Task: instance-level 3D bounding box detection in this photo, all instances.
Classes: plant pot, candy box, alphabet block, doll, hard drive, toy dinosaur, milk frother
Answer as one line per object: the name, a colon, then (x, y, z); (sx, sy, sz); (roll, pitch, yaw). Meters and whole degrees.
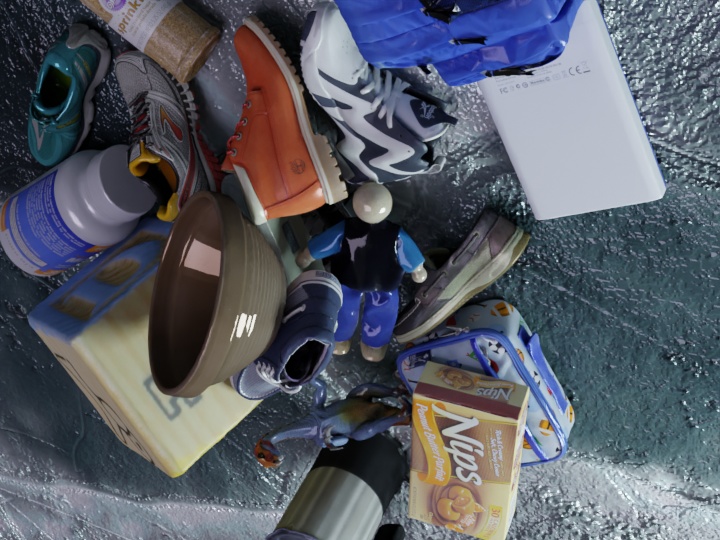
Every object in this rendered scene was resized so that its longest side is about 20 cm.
plant pot: (-0.134, 0.029, 1.185); (0.092, 0.203, 0.201); (13, 143, -26)
candy box: (0.114, 0.200, 1.302); (0.114, 0.056, 0.202); (13, 130, 15)
alphabet block: (-0.226, 0.080, 1.365); (0.201, 0.196, 0.195); (57, 160, -23)
doll: (0.000, 0.000, 1.225); (0.134, 0.049, 0.202); (11, 127, 3)
hard drive: (0.184, -0.144, 1.096); (0.130, 0.025, 0.202); (-9, 121, 35)
toy dinosaur: (-0.023, 0.182, 1.351); (0.180, 0.106, 0.200); (-27, 136, 15)
milk frother: (0.019, 0.293, 1.446); (0.180, 0.189, 0.199); (44, 135, -12)

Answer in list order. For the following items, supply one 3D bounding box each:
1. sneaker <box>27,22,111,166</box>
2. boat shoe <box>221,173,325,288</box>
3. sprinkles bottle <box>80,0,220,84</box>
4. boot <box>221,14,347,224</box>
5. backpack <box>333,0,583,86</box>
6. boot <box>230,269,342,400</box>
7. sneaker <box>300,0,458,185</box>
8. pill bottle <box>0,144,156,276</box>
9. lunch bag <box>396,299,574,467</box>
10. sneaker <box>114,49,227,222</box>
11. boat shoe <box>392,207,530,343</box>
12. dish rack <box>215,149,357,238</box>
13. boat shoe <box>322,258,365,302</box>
sneaker: (-0.340, -0.187, 1.330); (0.077, 0.080, 0.201); (32, 136, 1)
boat shoe: (-0.092, -0.018, 1.268); (0.071, 0.070, 0.203); (5, 125, 38)
sprinkles bottle: (-0.235, -0.274, 1.204); (0.199, 0.068, 0.068); (38, 136, -4)
boot: (-0.097, -0.145, 1.166); (0.106, 0.075, 0.202); (-22, 83, -1)
backpack: (0.075, -0.239, 0.983); (0.198, 0.163, 0.169); (-7, 124, 32)
boot: (-0.084, 0.092, 1.227); (0.072, 0.091, 0.201); (21, 132, -16)
sneaker: (0.027, -0.165, 1.135); (0.128, 0.080, 0.201); (4, 128, 26)
pill bottle: (-0.324, -0.072, 1.394); (0.198, 0.112, 0.113); (-21, 115, 41)
lunch bag: (0.140, 0.128, 1.319); (0.159, 0.076, 0.201); (-15, 119, 36)
sneaker: (-0.210, -0.142, 1.261); (0.078, 0.082, 0.202); (-38, 75, 45)
boat shoe: (0.091, 0.003, 1.249); (0.066, 0.072, 0.201); (46, 130, -4)
dish rack: (-0.099, -0.076, 1.301); (0.199, 0.055, 0.154); (-22, 112, 41)
boat shoe: (-0.046, 0.013, 1.340); (0.199, 0.072, 0.069); (-18, 95, 46)
